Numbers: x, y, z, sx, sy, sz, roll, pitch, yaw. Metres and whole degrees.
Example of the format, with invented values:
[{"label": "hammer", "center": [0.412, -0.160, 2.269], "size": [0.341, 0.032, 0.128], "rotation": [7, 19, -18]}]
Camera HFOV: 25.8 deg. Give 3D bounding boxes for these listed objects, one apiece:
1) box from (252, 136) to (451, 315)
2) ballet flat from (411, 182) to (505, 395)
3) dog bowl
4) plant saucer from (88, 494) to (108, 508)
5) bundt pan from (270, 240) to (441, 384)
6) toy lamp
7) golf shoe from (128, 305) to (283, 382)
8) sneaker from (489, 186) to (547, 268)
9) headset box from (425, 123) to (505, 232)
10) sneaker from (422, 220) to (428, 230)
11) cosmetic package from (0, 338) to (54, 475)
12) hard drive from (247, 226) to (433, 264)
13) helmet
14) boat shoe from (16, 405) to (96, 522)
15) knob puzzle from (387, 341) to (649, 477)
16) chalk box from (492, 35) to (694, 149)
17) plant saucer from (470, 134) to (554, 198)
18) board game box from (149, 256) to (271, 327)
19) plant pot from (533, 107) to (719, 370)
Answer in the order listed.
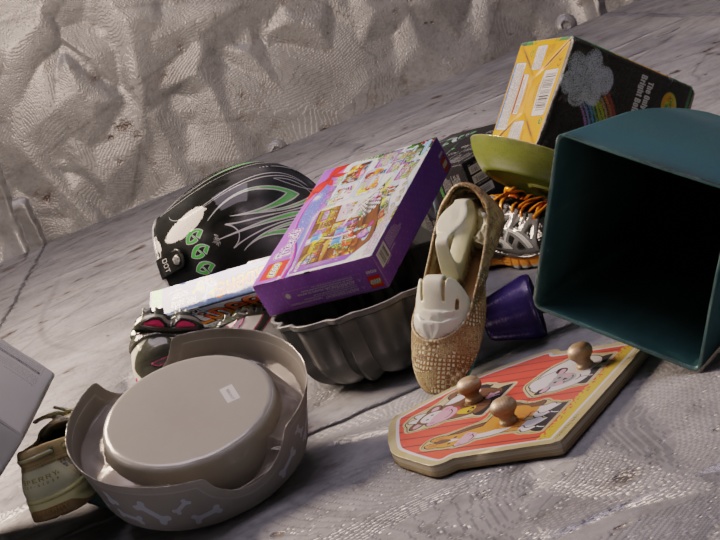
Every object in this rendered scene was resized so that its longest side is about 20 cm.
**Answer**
[{"label": "box", "center": [-0.005, -0.043, 1.490], "size": [0.136, 0.039, 0.200], "rotation": [-14, 30, 32]}, {"label": "ballet flat", "center": [0.073, 0.008, 1.323], "size": [0.070, 0.065, 0.201], "rotation": [-8, 50, 26]}, {"label": "dog bowl", "center": [-0.132, 0.128, 1.259], "size": [0.198, 0.059, 0.201], "rotation": [-10, 33, 7]}, {"label": "plant saucer", "center": [-0.167, 0.159, 1.379], "size": [0.199, 0.036, 0.200], "rotation": [-21, 12, 5]}, {"label": "bundt pan", "center": [0.023, 0.043, 1.453], "size": [0.201, 0.076, 0.202], "rotation": [-22, 12, 5]}, {"label": "toy lamp", "center": [0.198, 0.013, 1.325], "size": [0.199, 0.059, 0.058], "rotation": [-19, 12, 12]}, {"label": "golf shoe", "center": [-0.133, 0.085, 1.589], "size": [0.198, 0.089, 0.077], "rotation": [-3, -23, -6]}, {"label": "sneaker", "center": [0.163, -0.049, 1.618], "size": [0.199, 0.078, 0.078], "rotation": [-7, 17, 47]}, {"label": "headset box", "center": [0.125, -0.106, 1.899], "size": [0.174, 0.093, 0.199], "rotation": [-31, 15, -37]}, {"label": "sneaker", "center": [0.025, -0.049, 1.666], "size": [0.075, 0.082, 0.200], "rotation": [-6, -11, 18]}, {"label": "cosmetic package", "center": [-0.370, 0.160, 1.326], "size": [0.200, 0.123, 0.200], "rotation": [-55, 8, 7]}, {"label": "hard drive", "center": [0.000, 0.000, 1.630], "size": [0.199, 0.027, 0.132], "rotation": [-13, -25, 31]}, {"label": "helmet", "center": [-0.118, -0.030, 1.771], "size": [0.189, 0.201, 0.200], "rotation": [-22, 11, 10]}, {"label": "boat shoe", "center": [-0.245, 0.147, 1.330], "size": [0.073, 0.063, 0.200], "rotation": [-22, 11, 2]}, {"label": "knob puzzle", "center": [0.100, 0.096, 1.189], "size": [0.218, 0.031, 0.220], "rotation": [-22, 12, 5]}, {"label": "chalk box", "center": [0.259, -0.151, 1.649], "size": [0.199, 0.126, 0.124], "rotation": [20, -3, -21]}, {"label": "plant saucer", "center": [0.201, -0.090, 1.601], "size": [0.199, 0.031, 0.200], "rotation": [19, -3, 1]}, {"label": "board game box", "center": [-0.101, 0.034, 1.632], "size": [0.199, 0.035, 0.135], "rotation": [-16, -26, 33]}, {"label": "plant pot", "center": [0.248, -0.044, 1.195], "size": [0.141, 0.142, 0.200], "rotation": [22, 31, 30]}]
